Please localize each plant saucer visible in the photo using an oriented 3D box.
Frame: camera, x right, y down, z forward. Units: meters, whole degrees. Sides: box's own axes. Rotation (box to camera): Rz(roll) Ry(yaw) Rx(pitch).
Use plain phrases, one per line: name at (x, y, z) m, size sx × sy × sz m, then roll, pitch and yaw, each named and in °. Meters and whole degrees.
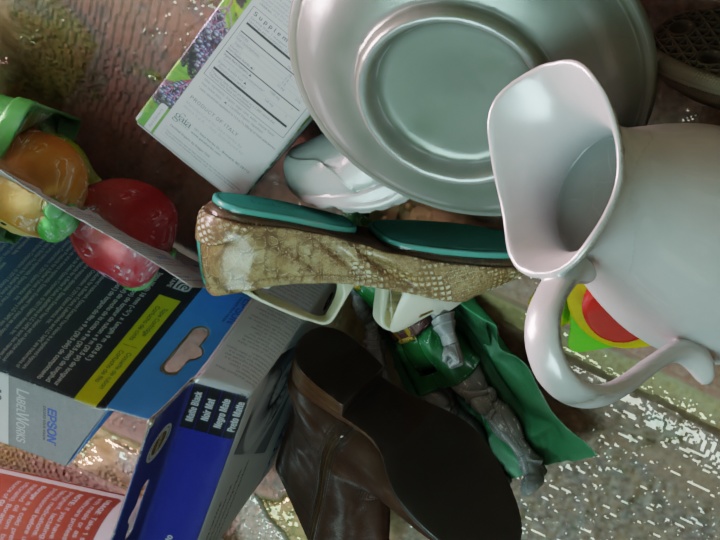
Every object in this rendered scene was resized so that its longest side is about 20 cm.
plant saucer at (0.054, -0.101, 1.511) m, size 0.200 × 0.050 × 0.200 m, roll 9°, pitch 128°, yaw 11°

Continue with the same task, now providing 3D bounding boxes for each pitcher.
pitcher at (0.155, 0.001, 1.473) m, size 0.121 × 0.172 × 0.200 m, roll -11°, pitch 157°, yaw 44°

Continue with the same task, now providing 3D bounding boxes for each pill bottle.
pill bottle at (-0.190, 0.199, 1.912) m, size 0.200 × 0.112 × 0.112 m, roll 10°, pitch 127°, yaw 23°

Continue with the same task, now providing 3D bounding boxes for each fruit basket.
fruit basket at (-0.171, -0.032, 1.704) m, size 0.200 × 0.185 × 0.094 m, roll 35°, pitch 93°, yaw 6°

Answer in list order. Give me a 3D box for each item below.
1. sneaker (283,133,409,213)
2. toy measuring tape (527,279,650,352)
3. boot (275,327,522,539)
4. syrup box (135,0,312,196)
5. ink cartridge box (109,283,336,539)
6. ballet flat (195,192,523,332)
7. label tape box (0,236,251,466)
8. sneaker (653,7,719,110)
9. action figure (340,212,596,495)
sneaker at (0.037, -0.097, 1.611) m, size 0.200 × 0.078 × 0.100 m, roll -17°, pitch 107°, yaw 26°
toy measuring tape at (0.184, 0.000, 1.601) m, size 0.200 × 0.074 × 0.074 m, roll -10°, pitch 117°, yaw 23°
boot at (0.018, 0.142, 1.737) m, size 0.186 × 0.064 × 0.200 m, roll 49°, pitch 156°, yaw 20°
syrup box at (-0.036, -0.136, 1.610) m, size 0.081 × 0.079 × 0.200 m, roll 39°, pitch 132°, yaw -1°
ink cartridge box at (-0.087, 0.107, 1.732) m, size 0.041 × 0.200 × 0.200 m, roll 28°, pitch 132°, yaw 8°
ballet flat at (0.000, 0.000, 1.649) m, size 0.200 × 0.071 × 0.065 m, roll 8°, pitch 104°, yaw -13°
label tape box at (-0.177, 0.048, 1.775) m, size 0.200 × 0.144 × 0.063 m, roll 19°, pitch 129°, yaw 16°
sneaker at (0.244, -0.079, 1.505) m, size 0.200 × 0.070 × 0.076 m, roll 15°, pitch 133°, yaw 21°
action figure at (0.042, 0.048, 1.720) m, size 0.118 × 0.055 × 0.200 m, roll -23°, pitch 105°, yaw 41°
